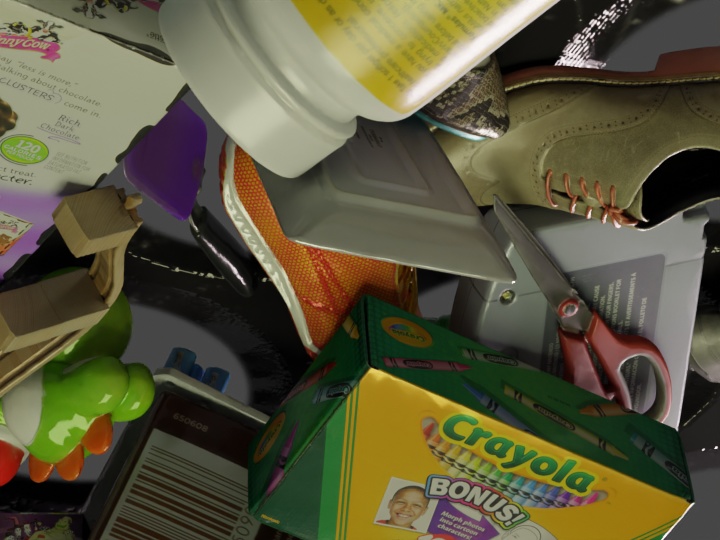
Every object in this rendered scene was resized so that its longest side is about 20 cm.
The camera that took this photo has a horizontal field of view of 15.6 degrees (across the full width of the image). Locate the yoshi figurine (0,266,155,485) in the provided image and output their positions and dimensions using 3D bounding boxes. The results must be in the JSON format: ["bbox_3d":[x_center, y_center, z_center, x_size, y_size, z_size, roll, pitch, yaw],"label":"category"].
[{"bbox_3d":[-0.186,0.055,1.421,0.199,0.112,0.112,-15,104,39],"label":"yoshi figurine"}]

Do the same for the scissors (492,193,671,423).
[{"bbox_3d":[0.115,0.021,1.343,0.073,0.014,0.201,-22,131,-5],"label":"scissors"}]

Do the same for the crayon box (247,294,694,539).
[{"bbox_3d":[0.056,0.104,1.352,0.199,0.058,0.119,24,124,-21],"label":"crayon box"}]

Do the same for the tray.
[{"bbox_3d":[0.001,-0.054,1.199,0.107,0.200,0.022,9,113,-17],"label":"tray"}]

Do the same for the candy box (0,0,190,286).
[{"bbox_3d":[-0.193,-0.090,1.215,0.167,0.072,0.200,21,138,-30],"label":"candy box"}]

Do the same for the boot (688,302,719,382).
[{"bbox_3d":[0.220,0.013,1.398,0.131,0.070,0.200,-17,138,27],"label":"boot"}]

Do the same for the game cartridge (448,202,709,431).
[{"bbox_3d":[0.110,0.041,1.387,0.132,0.042,0.201,-8,129,-14],"label":"game cartridge"}]

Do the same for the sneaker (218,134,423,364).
[{"bbox_3d":[0.000,0.000,1.333,0.077,0.073,0.200,-11,137,25],"label":"sneaker"}]

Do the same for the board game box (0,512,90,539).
[{"bbox_3d":[-0.215,0.163,1.530,0.119,0.033,0.200,-3,169,-5],"label":"board game box"}]

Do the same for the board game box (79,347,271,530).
[{"bbox_3d":[-0.048,0.138,1.510,0.199,0.026,0.200,26,144,-5],"label":"board game box"}]

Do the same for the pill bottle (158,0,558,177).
[{"bbox_3d":[0.020,-0.134,1.098,0.200,0.115,0.114,-37,134,16],"label":"pill bottle"}]

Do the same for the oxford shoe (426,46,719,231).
[{"bbox_3d":[0.111,-0.055,1.284,0.199,0.075,0.071,-12,144,13],"label":"oxford shoe"}]

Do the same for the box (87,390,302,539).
[{"bbox_3d":[-0.082,0.206,1.450,0.163,0.166,0.200,23,145,1],"label":"box"}]

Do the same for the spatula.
[{"bbox_3d":[-0.080,-0.032,1.320,0.020,0.057,0.200,6,159,14],"label":"spatula"}]

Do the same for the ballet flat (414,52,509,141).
[{"bbox_3d":[0.005,-0.121,1.200,0.199,0.068,0.075,23,125,-27],"label":"ballet flat"}]

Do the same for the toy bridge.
[{"bbox_3d":[-0.154,0.018,1.302,0.067,0.027,0.200,-17,159,-43],"label":"toy bridge"}]

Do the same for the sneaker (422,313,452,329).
[{"bbox_3d":[0.032,0.094,1.496,0.085,0.078,0.201,3,135,4],"label":"sneaker"}]
